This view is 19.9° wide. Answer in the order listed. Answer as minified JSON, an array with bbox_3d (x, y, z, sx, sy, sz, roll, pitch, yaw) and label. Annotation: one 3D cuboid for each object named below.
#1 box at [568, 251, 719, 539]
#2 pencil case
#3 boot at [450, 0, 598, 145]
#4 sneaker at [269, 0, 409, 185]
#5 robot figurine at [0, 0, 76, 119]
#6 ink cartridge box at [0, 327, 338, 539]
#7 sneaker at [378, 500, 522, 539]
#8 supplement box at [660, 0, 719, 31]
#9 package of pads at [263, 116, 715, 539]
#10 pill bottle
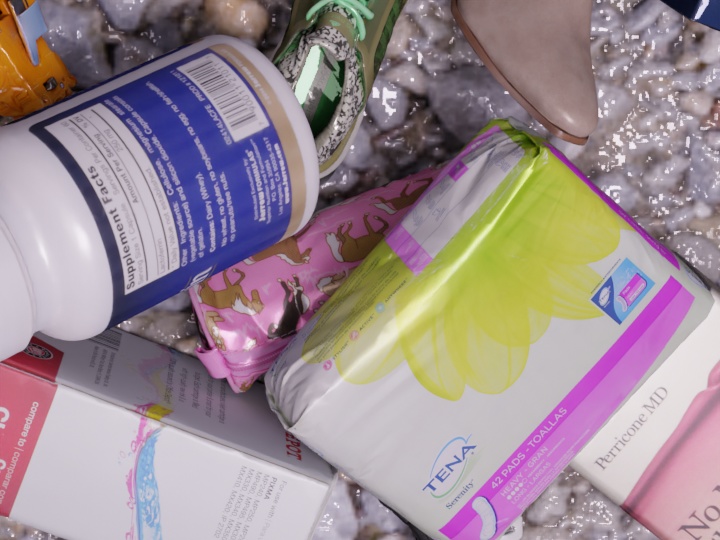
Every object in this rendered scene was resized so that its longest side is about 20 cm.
[{"bbox_3d":[0.219,0.106,1.159,0.200,0.109,0.128,38,97,-10],"label":"box"},{"bbox_3d":[0.000,0.000,1.133,0.199,0.087,0.083,-19,91,-1],"label":"pencil case"},{"bbox_3d":[0.110,-0.181,1.066,0.070,0.201,0.146,16,123,-42],"label":"boot"},{"bbox_3d":[-0.008,-0.137,1.107,0.076,0.089,0.202,14,100,-7],"label":"sneaker"},{"bbox_3d":[-0.243,-0.157,1.080,0.144,0.058,0.201,-23,105,32],"label":"robot figurine"},{"bbox_3d":[-0.121,0.096,1.114,0.199,0.146,0.083,22,100,-7],"label":"ink cartridge box"},{"bbox_3d":[0.055,0.110,1.169,0.090,0.066,0.202,3,103,-7],"label":"sneaker"},{"bbox_3d":[0.235,-0.218,1.040,0.133,0.200,0.201,17,104,-14],"label":"supplement box"},{"bbox_3d":[0.064,0.037,1.069,0.154,0.068,0.200,38,97,-28],"label":"package of pads"},{"bbox_3d":[-0.129,-0.034,1.040,0.199,0.115,0.117,-27,103,-30],"label":"pill bottle"}]
